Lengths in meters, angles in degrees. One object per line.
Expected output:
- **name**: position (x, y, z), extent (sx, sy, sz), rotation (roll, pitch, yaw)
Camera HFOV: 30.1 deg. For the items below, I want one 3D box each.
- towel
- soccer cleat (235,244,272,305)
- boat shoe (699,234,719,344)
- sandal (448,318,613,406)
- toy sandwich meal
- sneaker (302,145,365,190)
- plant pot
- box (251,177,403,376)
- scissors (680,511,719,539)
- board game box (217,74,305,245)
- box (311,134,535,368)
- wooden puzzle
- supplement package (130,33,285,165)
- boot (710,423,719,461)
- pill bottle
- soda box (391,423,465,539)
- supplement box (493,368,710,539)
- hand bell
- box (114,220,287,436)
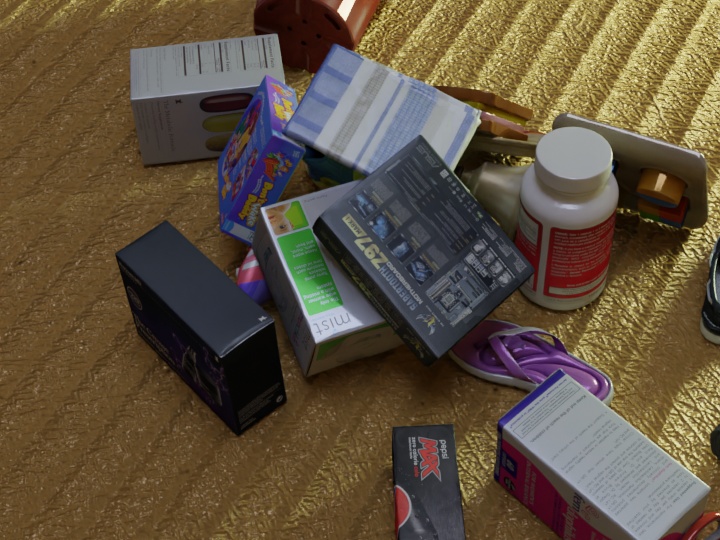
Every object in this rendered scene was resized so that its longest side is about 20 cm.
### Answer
- **towel**: position (0.027, -0.167, 1.539), extent (0.198, 0.024, 0.148), rotation (26, 64, 5)
- **soccer cleat**: position (-0.075, -0.025, 1.594), extent (0.076, 0.067, 0.200), rotation (10, 42, 33)
- **boat shoe**: position (0.443, -0.004, 1.558), extent (0.074, 0.061, 0.202), rotation (11, 49, 13)
- **sandal**: position (0.190, 0.093, 1.487), extent (0.200, 0.050, 0.083), rotation (21, 51, 21)
- **toy sandwich meal**: position (0.162, -0.187, 1.669), extent (0.202, 0.071, 0.205), rotation (8, 8, -1)
- **sneaker**: position (-0.039, -0.147, 1.638), extent (0.076, 0.105, 0.199), rotation (-56, 28, -6)
- **plant pot**: position (-0.053, -0.395, 1.865), extent (0.198, 0.202, 0.197), rotation (11, 57, 12)
- **box**: position (0.000, 0.000, 1.514), extent (0.197, 0.097, 0.178), rotation (-16, 66, -18)
- **scissors**: position (0.288, 0.309, 1.277), extent (0.199, 0.074, 0.014), rotation (-33, 26, -23)
- **board game box**: position (-0.123, -0.137, 1.617), extent (0.044, 0.135, 0.201), rotation (24, 23, -18)
- **box**: position (0.068, -0.022, 1.445), extent (0.157, 0.051, 0.200), rotation (-40, 85, -22)
- **wooden puzzle**: position (0.317, -0.104, 1.577), extent (0.183, 0.200, 0.047), rotation (20, 77, 19)
- **supplement package**: position (-0.196, -0.225, 1.754), extent (0.197, 0.115, 0.110), rotation (-7, 46, -3)
- **boot**: position (0.490, 0.163, 1.407), extent (0.199, 0.066, 0.164), rotation (-33, 56, -31)
- **pill bottle**: position (0.235, -0.060, 1.523), extent (0.110, 0.202, 0.113), rotation (-1, 47, 1)
- **soda box**: position (0.069, 0.253, 1.337), extent (0.070, 0.064, 0.202), rotation (-3, 47, 0)
- **supplement box**: position (0.238, 0.212, 1.341), extent (0.103, 0.102, 0.199), rotation (-35, 54, -26)
- **hand bell**: position (0.112, -0.118, 1.624), extent (0.197, 0.105, 0.105), rotation (21, 50, 7)
- **box**: position (-0.175, 0.062, 1.471), extent (0.078, 0.142, 0.200), rotation (-32, 53, -26)
